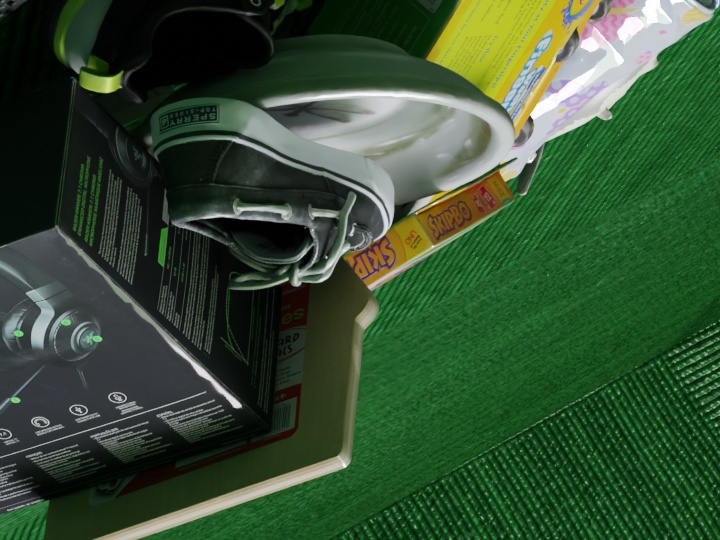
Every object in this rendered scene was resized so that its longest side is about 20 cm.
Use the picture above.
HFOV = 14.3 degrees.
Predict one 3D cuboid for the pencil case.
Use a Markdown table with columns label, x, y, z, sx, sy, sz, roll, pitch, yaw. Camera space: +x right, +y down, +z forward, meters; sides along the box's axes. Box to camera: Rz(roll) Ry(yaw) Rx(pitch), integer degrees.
| label | x | y | z | sx | sy | sz | roll | pitch | yaw |
| --- | --- | --- | --- | --- | --- | --- | --- | --- | --- |
| pencil case | 0.129 | -0.139 | 1.799 | 0.200 | 0.091 | 0.083 | -40 | -168 | 24 |

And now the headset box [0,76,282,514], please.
| label | x | y | z | sx | sy | sz | roll | pitch | yaw |
| --- | --- | --- | --- | --- | --- | --- | --- | --- | --- |
| headset box | -0.163 | 0.015 | 1.390 | 0.174 | 0.093 | 0.200 | -19 | 138 | 26 |

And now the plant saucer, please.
| label | x | y | z | sx | sy | sz | roll | pitch | yaw |
| --- | --- | --- | --- | --- | --- | --- | --- | --- | --- |
| plant saucer | -0.024 | -0.077 | 1.427 | 0.199 | 0.050 | 0.200 | -5 | 165 | -1 |

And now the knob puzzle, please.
| label | x | y | z | sx | sy | sz | roll | pitch | yaw |
| --- | --- | --- | --- | --- | --- | --- | --- | --- | --- |
| knob puzzle | -0.073 | 0.053 | 1.472 | 0.219 | 0.220 | 0.030 | -34 | 127 | 8 |

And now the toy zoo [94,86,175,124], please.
| label | x | y | z | sx | sy | sz | roll | pitch | yaw |
| --- | --- | --- | --- | --- | --- | --- | --- | --- | --- |
| toy zoo | -0.155 | -0.022 | 1.505 | 0.199 | 0.020 | 0.132 | -21 | 126 | -23 |

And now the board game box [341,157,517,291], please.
| label | x | y | z | sx | sy | sz | roll | pitch | yaw |
| --- | --- | --- | --- | --- | --- | --- | --- | --- | --- |
| board game box | 0.000 | 0.000 | 1.578 | 0.200 | 0.030 | 0.095 | -35 | 177 | 35 |

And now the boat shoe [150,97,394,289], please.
| label | x | y | z | sx | sy | sz | roll | pitch | yaw |
| --- | --- | --- | --- | --- | --- | --- | --- | --- | --- |
| boat shoe | -0.037 | -0.026 | 1.380 | 0.073 | 0.068 | 0.199 | -10 | 165 | 18 |

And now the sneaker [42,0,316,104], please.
| label | x | y | z | sx | sy | sz | roll | pitch | yaw |
| --- | --- | --- | --- | --- | --- | --- | --- | --- | --- |
| sneaker | -0.059 | -0.123 | 1.365 | 0.199 | 0.083 | 0.072 | -25 | 142 | -31 |

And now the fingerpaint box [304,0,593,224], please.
| label | x | y | z | sx | sy | sz | roll | pitch | yaw |
| --- | --- | --- | --- | --- | --- | --- | --- | --- | --- |
| fingerpaint box | 0.040 | -0.123 | 1.572 | 0.167 | 0.073 | 0.200 | -13 | 140 | -58 |

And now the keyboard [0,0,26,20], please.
| label | x | y | z | sx | sy | sz | roll | pitch | yaw |
| --- | --- | --- | --- | --- | --- | --- | --- | --- | --- |
| keyboard | -0.126 | -0.158 | 1.251 | 0.200 | 0.021 | 0.127 | -36 | 168 | 15 |

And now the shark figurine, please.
| label | x | y | z | sx | sy | sz | roll | pitch | yaw |
| --- | --- | --- | --- | --- | --- | --- | --- | --- | --- |
| shark figurine | 0.135 | -0.138 | 1.880 | 0.214 | 0.089 | 0.128 | -32 | -155 | 42 |

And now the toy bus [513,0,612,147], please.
| label | x | y | z | sx | sy | sz | roll | pitch | yaw |
| --- | --- | --- | --- | --- | --- | --- | --- | --- | --- |
| toy bus | 0.077 | -0.117 | 1.718 | 0.065 | 0.078 | 0.200 | -49 | 172 | -50 |
